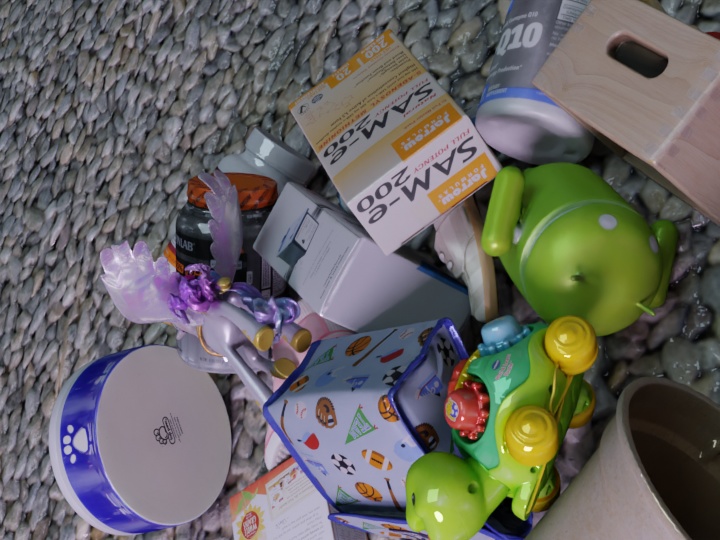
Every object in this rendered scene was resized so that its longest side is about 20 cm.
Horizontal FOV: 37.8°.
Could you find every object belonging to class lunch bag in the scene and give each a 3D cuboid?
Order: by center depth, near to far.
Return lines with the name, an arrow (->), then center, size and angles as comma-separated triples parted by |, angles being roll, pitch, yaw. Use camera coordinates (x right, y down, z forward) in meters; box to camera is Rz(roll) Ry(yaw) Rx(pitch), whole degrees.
lunch bag -> 0.039, 0.159, 0.910 | 0.170, 0.200, 0.124 | -10, 30, 45

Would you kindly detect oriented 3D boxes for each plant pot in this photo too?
plant pot -> 0.201, 0.210, 0.740 | 0.184, 0.200, 0.201 | -51, 42, 29

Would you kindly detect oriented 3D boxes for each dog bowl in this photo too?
dog bowl -> -0.237, 0.185, 1.157 | 0.079, 0.200, 0.201 | -18, 58, 35

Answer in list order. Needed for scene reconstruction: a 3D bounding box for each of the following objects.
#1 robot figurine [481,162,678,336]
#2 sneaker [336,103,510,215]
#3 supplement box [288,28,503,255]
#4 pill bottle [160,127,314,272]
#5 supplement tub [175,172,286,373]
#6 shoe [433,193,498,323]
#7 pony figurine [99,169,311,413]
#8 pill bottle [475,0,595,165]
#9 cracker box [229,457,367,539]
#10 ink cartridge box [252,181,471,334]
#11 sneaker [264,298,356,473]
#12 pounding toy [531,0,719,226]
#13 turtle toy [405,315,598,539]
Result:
robot figurine -> 0.179, -0.019, 0.886 | 0.200, 0.175, 0.116 | -108, 40, -65
sneaker -> 0.069, -0.107, 1.038 | 0.199, 0.072, 0.072 | -26, 34, -14
supplement box -> 0.025, -0.121, 0.946 | 0.126, 0.074, 0.200 | -37, 38, 5
pill bottle -> -0.142, -0.063, 1.251 | 0.200, 0.113, 0.113 | -57, 43, 8
supplement tub -> -0.140, 0.001, 1.146 | 0.122, 0.122, 0.201 | 21, 115, 48
shoe -> 0.087, -0.042, 0.968 | 0.053, 0.070, 0.201 | -14, 68, 7
pony figurine -> -0.140, 0.031, 1.002 | 0.200, 0.194, 0.166 | 31, 52, 34
pill bottle -> 0.187, -0.211, 0.997 | 0.113, 0.114, 0.201 | 2, 68, 45
cracker box -> -0.055, 0.290, 1.031 | 0.134, 0.058, 0.201 | -36, 48, 28
ink cartridge box -> 0.000, 0.000, 1.027 | 0.086, 0.146, 0.200 | -61, 29, 4
sneaker -> -0.059, 0.114, 1.080 | 0.105, 0.075, 0.201 | 57, 137, 43
pounding toy -> 0.248, -0.162, 0.863 | 0.142, 0.184, 0.200 | -53, 43, 10
turtle toy -> 0.106, 0.118, 0.790 | 0.101, 0.146, 0.201 | 20, 65, 22
